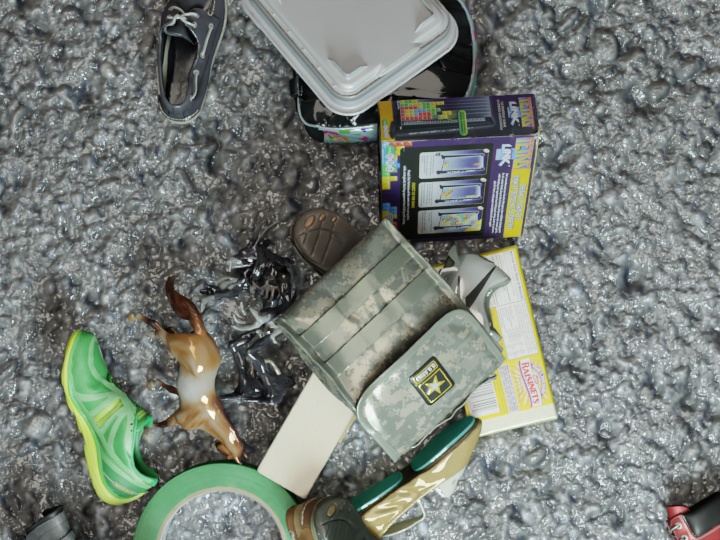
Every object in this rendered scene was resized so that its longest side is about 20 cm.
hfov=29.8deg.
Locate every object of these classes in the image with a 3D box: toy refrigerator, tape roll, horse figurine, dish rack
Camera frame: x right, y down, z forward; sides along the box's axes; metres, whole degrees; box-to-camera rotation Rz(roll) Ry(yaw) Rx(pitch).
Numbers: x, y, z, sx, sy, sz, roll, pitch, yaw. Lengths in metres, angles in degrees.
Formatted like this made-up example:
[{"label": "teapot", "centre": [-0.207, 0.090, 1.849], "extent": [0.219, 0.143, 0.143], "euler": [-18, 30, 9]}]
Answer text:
[{"label": "toy refrigerator", "centre": [-0.035, 0.150, 1.507], "extent": [0.070, 0.076, 0.201], "euler": [29, 87, 1]}, {"label": "tape roll", "centre": [-0.153, 0.314, 1.512], "extent": [0.199, 0.048, 0.202], "euler": [0, 87, 0]}, {"label": "horse figurine", "centre": [-0.192, 0.112, 1.486], "extent": [0.132, 0.050, 0.201], "euler": [12, 113, 34]}, {"label": "dish rack", "centre": [-0.012, -0.276, 1.410], "extent": [0.171, 0.044, 0.200], "euler": [-36, 74, -12]}]

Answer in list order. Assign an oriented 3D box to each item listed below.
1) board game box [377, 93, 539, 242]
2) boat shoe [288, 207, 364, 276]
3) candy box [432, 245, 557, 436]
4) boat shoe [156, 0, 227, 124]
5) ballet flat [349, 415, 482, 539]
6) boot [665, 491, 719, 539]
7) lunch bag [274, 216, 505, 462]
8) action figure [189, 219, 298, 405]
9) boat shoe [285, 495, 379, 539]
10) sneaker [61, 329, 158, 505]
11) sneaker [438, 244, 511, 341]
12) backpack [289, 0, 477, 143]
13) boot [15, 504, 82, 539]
[{"label": "board game box", "centre": [0.101, -0.107, 1.460], "extent": [0.164, 0.200, 0.057], "euler": [-4, 60, -2]}, {"label": "boat shoe", "centre": [0.000, 0.000, 1.519], "extent": [0.200, 0.073, 0.075], "euler": [44, 79, -19]}, {"label": "candy box", "centre": [0.151, 0.081, 1.535], "extent": [0.101, 0.026, 0.201], "euler": [-13, 87, 1]}, {"label": "boat shoe", "centre": [-0.194, -0.269, 1.534], "extent": [0.072, 0.063, 0.202], "euler": [7, 87, 0]}, {"label": "ballet flat", "centre": [0.066, 0.240, 1.514], "extent": [0.200, 0.069, 0.063], "euler": [-36, 100, 6]}, {"label": "boot", "centre": [0.357, 0.346, 1.504], "extent": [0.200, 0.072, 0.144], "euler": [-40, 88, -10]}, {"label": "lunch bag", "centre": [0.034, 0.077, 1.409], "extent": [0.164, 0.118, 0.200], "euler": [-42, 85, -6]}, {"label": "action figure", "centre": [-0.124, 0.046, 1.493], "extent": [0.102, 0.119, 0.202], "euler": [-5, 95, -37]}, {"label": "boat shoe", "centre": [-0.016, 0.319, 1.480], "extent": [0.073, 0.076, 0.201], "euler": [-5, 125, 36]}, {"label": "sneaker", "centre": [-0.275, 0.157, 1.507], "extent": [0.083, 0.074, 0.201], "euler": [-16, 96, 7]}, {"label": "sneaker", "centre": [0.105, 0.081, 1.488], "extent": [0.088, 0.074, 0.201], "euler": [22, 95, 13]}, {"label": "backpack", "centre": [0.031, -0.226, 1.488], "extent": [0.198, 0.151, 0.179], "euler": [-3, 83, 9]}, {"label": "boot", "centre": [-0.297, 0.309, 1.461], "extent": [0.199, 0.070, 0.132], "euler": [-32, 89, 32]}]
